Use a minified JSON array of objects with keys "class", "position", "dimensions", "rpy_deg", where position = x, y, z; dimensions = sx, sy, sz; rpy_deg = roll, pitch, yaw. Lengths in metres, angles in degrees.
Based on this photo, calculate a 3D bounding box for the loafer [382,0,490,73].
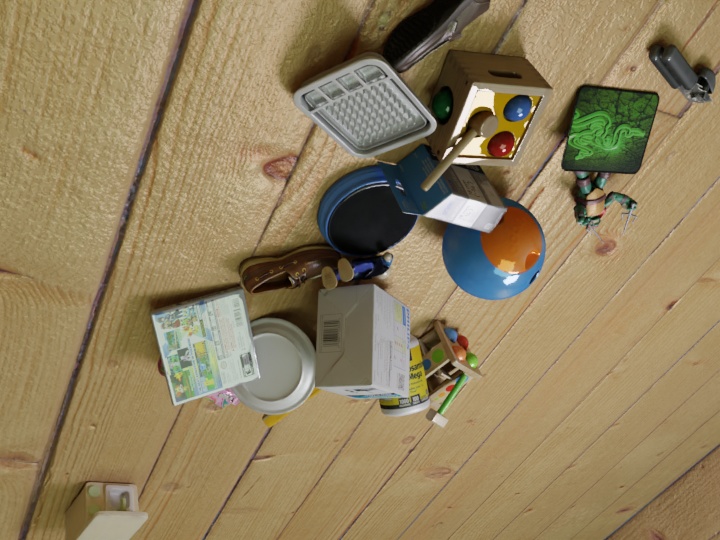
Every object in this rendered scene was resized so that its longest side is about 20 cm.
[{"class":"loafer","position":[0.123,-0.366,1.126],"dimensions":[0.200,0.073,0.071],"rpy_deg":[-36,138,16]}]

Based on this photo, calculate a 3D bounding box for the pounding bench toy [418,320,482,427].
[{"class":"pounding bench toy","position":[0.200,0.245,1.719],"dimensions":[0.156,0.201,0.124],"rpy_deg":[-39,137,19]}]

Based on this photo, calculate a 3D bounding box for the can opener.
[{"class":"can opener","position":[0.606,-0.374,1.375],"dimensions":[0.199,0.053,0.067],"rpy_deg":[27,87,-41]}]

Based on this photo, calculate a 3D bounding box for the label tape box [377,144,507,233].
[{"class":"label tape box","position":[0.146,-0.152,1.311],"dimensions":[0.199,0.145,0.063],"rpy_deg":[10,130,-33]}]

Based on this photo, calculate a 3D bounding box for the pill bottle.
[{"class":"pill bottle","position":[0.082,0.210,1.626],"dimensions":[0.112,0.201,0.112],"rpy_deg":[-12,-178,0]}]

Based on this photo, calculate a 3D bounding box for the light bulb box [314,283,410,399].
[{"class":"light bulb box","position":[0.009,0.149,1.478],"dimensions":[0.124,0.200,0.200],"rpy_deg":[-5,162,23]}]

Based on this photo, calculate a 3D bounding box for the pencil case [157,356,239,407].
[{"class":"pencil case","position":[-0.327,0.217,1.531],"dimensions":[0.087,0.088,0.200],"rpy_deg":[-33,137,11]}]

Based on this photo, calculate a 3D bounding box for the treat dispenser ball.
[{"class":"treat dispenser ball","position":[0.259,-0.043,1.438],"dimensions":[0.200,0.201,0.202],"rpy_deg":[-13,139,-12]}]

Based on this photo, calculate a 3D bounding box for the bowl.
[{"class":"bowl","position":[0.019,-0.105,1.383],"dimensions":[0.199,0.039,0.201],"rpy_deg":[-13,138,-12]}]

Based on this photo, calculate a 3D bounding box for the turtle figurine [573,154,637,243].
[{"class":"turtle figurine","position":[0.485,-0.143,1.514],"dimensions":[0.149,0.101,0.201],"rpy_deg":[-29,125,-20]}]

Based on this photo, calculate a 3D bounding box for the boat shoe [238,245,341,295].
[{"class":"boat shoe","position":[-0.129,0.006,1.411],"dimensions":[0.199,0.068,0.072],"rpy_deg":[-12,138,-14]}]

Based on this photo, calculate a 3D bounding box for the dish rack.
[{"class":"dish rack","position":[0.010,-0.264,1.172],"dimensions":[0.171,0.044,0.200],"rpy_deg":[-17,146,31]}]

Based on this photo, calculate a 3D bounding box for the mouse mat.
[{"class":"mouse mat","position":[0.478,-0.265,1.408],"dimensions":[0.199,0.008,0.162],"rpy_deg":[-1,113,-23]}]

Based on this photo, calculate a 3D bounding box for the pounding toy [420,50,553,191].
[{"class":"pounding toy","position":[0.192,-0.246,1.234],"dimensions":[0.199,0.143,0.185],"rpy_deg":[-2,135,-24]}]

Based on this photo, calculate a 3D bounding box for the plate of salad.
[{"class":"plate of salad","position":[-0.183,0.197,1.529],"dimensions":[0.199,0.201,0.048],"rpy_deg":[-31,177,9]}]

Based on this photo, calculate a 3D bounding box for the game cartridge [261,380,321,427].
[{"class":"game cartridge","position":[-0.115,0.243,1.607],"dimensions":[0.200,0.176,0.033],"rpy_deg":[-35,99,14]}]

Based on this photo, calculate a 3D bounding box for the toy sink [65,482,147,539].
[{"class":"toy sink","position":[-0.612,0.583,1.772],"dimensions":[0.130,0.112,0.200],"rpy_deg":[14,132,-35]}]

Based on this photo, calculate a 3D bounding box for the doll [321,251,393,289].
[{"class":"doll","position":[0.000,0.000,1.436],"dimensions":[0.136,0.049,0.200],"rpy_deg":[-25,171,30]}]

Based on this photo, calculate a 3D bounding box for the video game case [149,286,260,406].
[{"class":"video game case","position":[-0.299,0.147,1.437],"dimensions":[0.181,0.022,0.201],"rpy_deg":[-16,113,-21]}]
